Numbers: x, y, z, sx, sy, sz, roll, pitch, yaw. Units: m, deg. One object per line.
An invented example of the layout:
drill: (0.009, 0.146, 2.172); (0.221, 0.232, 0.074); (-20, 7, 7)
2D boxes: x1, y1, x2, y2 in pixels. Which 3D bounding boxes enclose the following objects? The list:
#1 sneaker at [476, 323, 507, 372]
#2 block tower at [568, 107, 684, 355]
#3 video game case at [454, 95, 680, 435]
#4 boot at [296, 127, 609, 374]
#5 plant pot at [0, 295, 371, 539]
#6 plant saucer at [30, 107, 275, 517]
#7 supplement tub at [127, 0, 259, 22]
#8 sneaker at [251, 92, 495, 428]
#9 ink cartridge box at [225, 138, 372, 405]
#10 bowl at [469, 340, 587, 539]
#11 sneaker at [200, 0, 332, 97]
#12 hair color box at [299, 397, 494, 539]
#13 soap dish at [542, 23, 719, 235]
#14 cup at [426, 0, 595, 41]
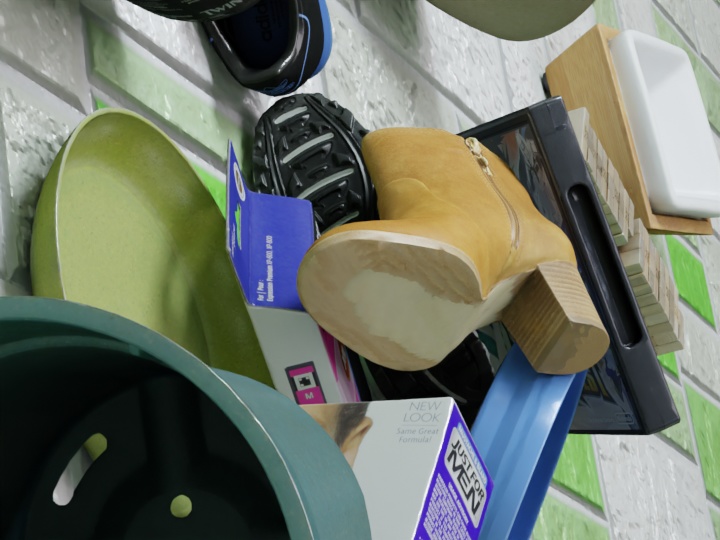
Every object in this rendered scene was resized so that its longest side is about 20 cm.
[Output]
sneaker: (0.039, 0.031, 1.424); (0.093, 0.070, 0.201); (-64, 136, -70)
block tower: (0.174, -0.022, 1.846); (0.054, 0.057, 0.201); (-83, 151, -49)
video game case: (0.102, 0.003, 1.410); (0.200, 0.025, 0.182); (167, -98, -76)
boot: (0.025, -0.020, 1.248); (0.200, 0.071, 0.144); (15, 32, -40)
plant pot: (-0.085, 0.110, 0.892); (0.196, 0.199, 0.202); (3, 71, -76)
plant saucer: (-0.095, 0.028, 1.139); (0.200, 0.031, 0.201); (52, 28, -43)
supplement tub: (-0.109, -0.191, 1.147); (0.200, 0.122, 0.123); (22, 54, -65)
sneaker: (0.000, 0.000, 1.355); (0.201, 0.074, 0.079); (62, -7, 3)
ink cartridge box: (-0.024, 0.039, 1.243); (0.095, 0.037, 0.201); (-93, 166, -54)
bowl: (0.067, 0.127, 1.317); (0.201, 0.039, 0.202); (21, 90, -82)
sneaker: (-0.065, -0.189, 1.335); (0.078, 0.070, 0.201); (-41, 113, -74)
hair color box: (-0.023, 0.148, 1.060); (0.201, 0.109, 0.065); (-70, 146, -42)
soap dish: (0.215, -0.101, 1.975); (0.200, 0.081, 0.159); (3, 72, -69)
cup: (0.061, -0.254, 1.591); (0.142, 0.200, 0.202); (8, 63, -37)
